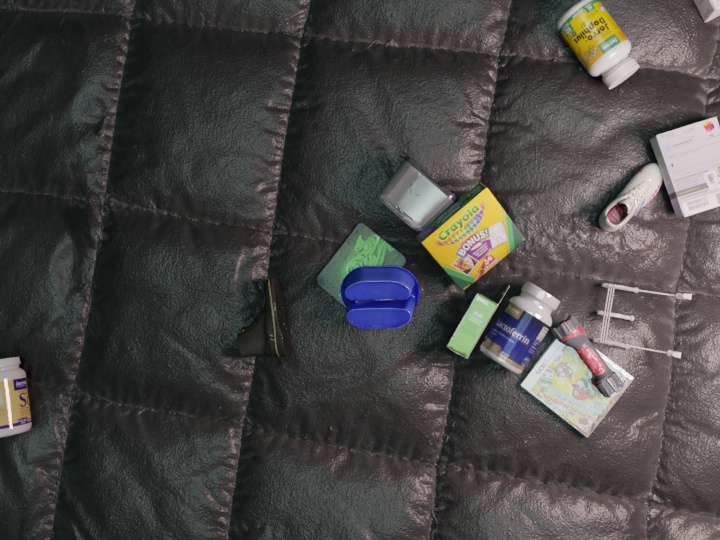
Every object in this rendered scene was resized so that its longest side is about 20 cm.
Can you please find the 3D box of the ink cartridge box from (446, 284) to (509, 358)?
[{"bbox_3d":[0.282,0.108,1.712,0.059,0.104,0.201,30,94,9],"label":"ink cartridge box"}]

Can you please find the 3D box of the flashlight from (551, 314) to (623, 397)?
[{"bbox_3d":[0.528,0.202,1.662,0.068,0.068,0.201,-34,81,6],"label":"flashlight"}]

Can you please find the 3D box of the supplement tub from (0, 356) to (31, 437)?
[{"bbox_3d":[-0.967,0.340,1.907,0.144,0.145,0.202,-9,87,10],"label":"supplement tub"}]

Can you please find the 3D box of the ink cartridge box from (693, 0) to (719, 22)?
[{"bbox_3d":[0.831,-0.708,1.651,0.145,0.084,0.201,-25,84,8],"label":"ink cartridge box"}]

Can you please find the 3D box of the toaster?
[{"bbox_3d":[0.133,-0.184,1.745,0.200,0.114,0.129,42,97,6],"label":"toaster"}]

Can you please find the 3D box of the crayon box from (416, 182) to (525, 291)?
[{"bbox_3d":[0.264,-0.079,1.705,0.200,0.058,0.173,-40,114,6],"label":"crayon box"}]

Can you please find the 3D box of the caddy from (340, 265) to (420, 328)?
[{"bbox_3d":[0.047,0.061,1.753,0.198,0.105,0.142,0,113,6],"label":"caddy"}]

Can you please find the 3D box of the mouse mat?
[{"bbox_3d":[0.000,0.000,1.816,0.161,0.008,0.200,39,94,9],"label":"mouse mat"}]

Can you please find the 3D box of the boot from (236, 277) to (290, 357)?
[{"bbox_3d":[-0.263,0.126,1.828,0.137,0.077,0.202,-8,86,15],"label":"boot"}]

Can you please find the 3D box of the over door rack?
[{"bbox_3d":[0.653,0.115,1.656,0.199,0.066,0.149,9,90,31],"label":"over door rack"}]

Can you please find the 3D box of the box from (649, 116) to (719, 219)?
[{"bbox_3d":[0.779,-0.237,1.651,0.155,0.041,0.201,-17,86,-5],"label":"box"}]

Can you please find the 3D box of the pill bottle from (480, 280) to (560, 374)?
[{"bbox_3d":[0.380,0.133,1.689,0.115,0.116,0.201,32,93,10],"label":"pill bottle"}]

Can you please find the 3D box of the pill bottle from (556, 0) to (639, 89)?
[{"bbox_3d":[0.562,-0.532,1.679,0.112,0.113,0.201,-34,83,7],"label":"pill bottle"}]

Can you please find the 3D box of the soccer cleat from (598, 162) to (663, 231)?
[{"bbox_3d":[0.640,-0.169,1.666,0.070,0.086,0.200,41,95,9],"label":"soccer cleat"}]

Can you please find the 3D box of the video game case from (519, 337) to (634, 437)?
[{"bbox_3d":[0.516,0.265,1.707,0.200,0.023,0.182,38,95,9],"label":"video game case"}]
